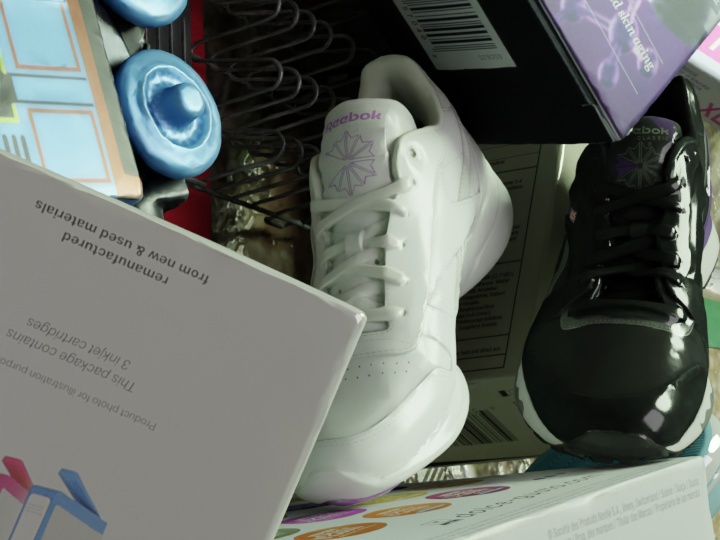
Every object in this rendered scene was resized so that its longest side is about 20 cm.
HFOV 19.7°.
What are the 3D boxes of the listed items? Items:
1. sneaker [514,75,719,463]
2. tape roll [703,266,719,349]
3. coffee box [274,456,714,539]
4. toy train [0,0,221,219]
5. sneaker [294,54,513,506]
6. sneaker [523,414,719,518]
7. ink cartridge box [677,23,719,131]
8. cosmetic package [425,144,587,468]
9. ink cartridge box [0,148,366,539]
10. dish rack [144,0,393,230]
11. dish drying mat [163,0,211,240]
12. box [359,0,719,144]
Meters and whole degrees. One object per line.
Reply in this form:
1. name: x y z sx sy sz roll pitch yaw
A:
1. sneaker: 0.099 -0.009 0.793 0.201 0.075 0.088 -72 160 -58
2. tape roll: 0.199 -0.061 1.060 0.201 0.199 0.048 61 0 -23
3. coffee box: 0.003 0.182 0.706 0.199 0.196 0.202 -5 87 -55
4. toy train: -0.118 -0.093 0.688 0.114 0.086 0.202 0 70 -50
5. sneaker: 0.000 0.000 0.760 0.201 0.074 0.100 -73 144 -49
6. sneaker: 0.104 0.151 0.870 0.130 0.200 0.080 36 17 -31
7. ink cartridge box: 0.195 -0.156 0.972 0.119 0.042 0.201 29 62 -21
8. cosmetic package: 0.062 -0.018 0.926 0.071 0.104 0.202 43 50 -43
9. ink cartridge box: -0.101 0.076 0.552 0.124 0.129 0.202 23 88 -9
10. dish rack: -0.035 -0.094 0.827 0.200 0.054 0.155 19 65 -65
11. dish drying mat: -0.089 -0.088 0.805 0.077 0.018 0.202 10 74 -54
12. box: 0.088 -0.168 0.819 0.200 0.104 0.148 -49 119 -24
